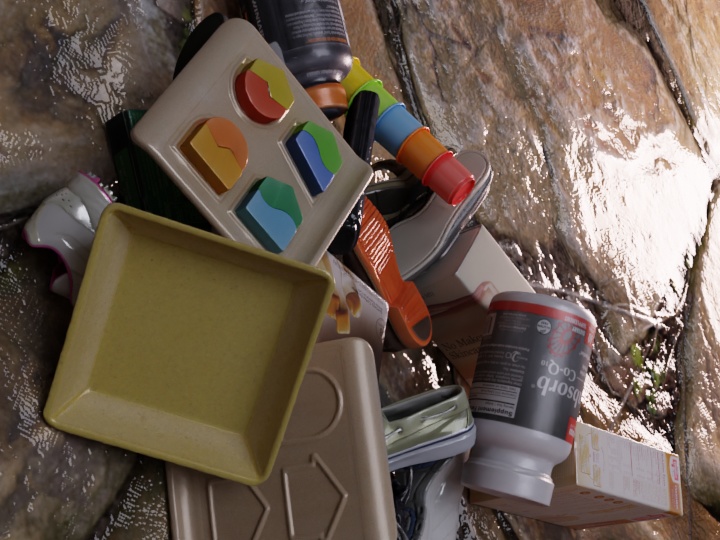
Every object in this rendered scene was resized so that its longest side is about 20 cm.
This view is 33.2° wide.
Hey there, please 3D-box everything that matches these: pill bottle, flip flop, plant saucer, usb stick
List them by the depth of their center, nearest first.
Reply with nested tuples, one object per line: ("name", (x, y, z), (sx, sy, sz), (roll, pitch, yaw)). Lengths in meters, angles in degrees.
("plant saucer", (-0.143, 0.059, 1.017), (0.197, 0.202, 0.049), (18, 14, -9))
("usb stick", (-0.006, -0.102, 1.210), (0.032, 0.056, 0.202), (17, 47, -10))
("pill bottle", (0.170, 0.133, 1.247), (0.115, 0.115, 0.203), (23, 75, -37))
("pill bottle", (-0.069, -0.255, 1.271), (0.105, 0.106, 0.203), (-6, 79, -46))
("flip flop", (0.034, -0.095, 1.345), (0.057, 0.082, 0.199), (39, 48, 22))

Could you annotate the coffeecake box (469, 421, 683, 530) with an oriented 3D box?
("coffeecake box", (0.244, 0.235, 1.365), (0.199, 0.153, 0.074), (22, 60, -39))

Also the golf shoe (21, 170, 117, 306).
("golf shoe", (-0.218, 0.015, 1.058), (0.091, 0.075, 0.201), (-36, 109, -16))

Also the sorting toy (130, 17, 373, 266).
("sorting toy", (-0.085, -0.106, 1.075), (0.200, 0.036, 0.186), (46, 49, -18))

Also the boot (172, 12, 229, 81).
("boot", (-0.095, -0.133, 1.174), (0.173, 0.069, 0.203), (13, 70, -48))

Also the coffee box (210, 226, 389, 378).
("coffee box", (-0.062, 0.041, 1.154), (0.200, 0.079, 0.116), (41, 49, -44))

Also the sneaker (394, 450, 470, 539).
("sneaker", (0.073, 0.241, 1.265), (0.087, 0.074, 0.201), (56, 47, -35))

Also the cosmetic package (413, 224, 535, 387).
("cosmetic package", (0.145, 0.059, 1.371), (0.200, 0.103, 0.088), (49, 48, -18))

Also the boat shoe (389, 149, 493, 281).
("boat shoe", (0.083, -0.046, 1.348), (0.200, 0.067, 0.057), (-50, 150, -14))

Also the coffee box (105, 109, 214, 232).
("coffee box", (-0.145, -0.092, 1.177), (0.199, 0.044, 0.125), (-8, 81, -46))

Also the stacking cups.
("stacking cups", (0.039, -0.145, 1.308), (0.060, 0.061, 0.200), (-20, 60, -47))

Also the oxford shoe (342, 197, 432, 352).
("oxford shoe", (0.000, 0.000, 1.261), (0.202, 0.072, 0.071), (64, 33, -12))

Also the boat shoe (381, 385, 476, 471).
("boat shoe", (0.015, 0.160, 1.172), (0.197, 0.072, 0.063), (-14, 106, -14))

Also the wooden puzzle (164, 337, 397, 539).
("wooden puzzle", (-0.073, 0.168, 1.078), (0.046, 0.197, 0.188), (50, 31, -75))

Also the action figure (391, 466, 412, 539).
("action figure", (-0.008, 0.267, 1.133), (0.199, 0.119, 0.103), (-28, 85, -37))
